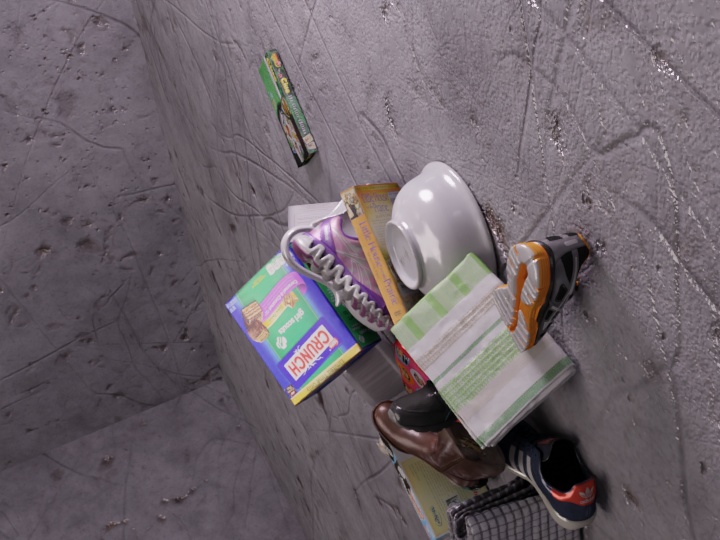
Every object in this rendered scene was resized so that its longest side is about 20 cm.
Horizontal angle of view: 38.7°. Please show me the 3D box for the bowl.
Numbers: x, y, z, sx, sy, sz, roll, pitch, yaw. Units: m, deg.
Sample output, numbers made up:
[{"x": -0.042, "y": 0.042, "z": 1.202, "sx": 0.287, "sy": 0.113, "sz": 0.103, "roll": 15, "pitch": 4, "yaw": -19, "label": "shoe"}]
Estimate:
[{"x": 0.092, "y": -0.036, "z": 1.359, "sx": 0.202, "sy": 0.090, "sz": 0.202, "roll": 57, "pitch": 159, "yaw": 36, "label": "bowl"}]

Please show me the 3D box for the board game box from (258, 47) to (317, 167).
[{"x": -0.135, "y": -0.296, "z": 1.883, "sx": 0.105, "sy": 0.023, "sz": 0.202, "roll": 150, "pitch": 98, "yaw": -76, "label": "board game box"}]

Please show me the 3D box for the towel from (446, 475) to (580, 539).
[{"x": 0.202, "y": 0.364, "z": 1.368, "sx": 0.086, "sy": 0.164, "sz": 0.202, "roll": -125, "pitch": 21, "yaw": -55, "label": "towel"}]

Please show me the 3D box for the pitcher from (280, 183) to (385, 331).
[{"x": -0.011, "y": -0.003, "z": 1.529, "sx": 0.202, "sy": 0.170, "sz": 0.121, "roll": 62, "pitch": 168, "yaw": -9, "label": "pitcher"}]

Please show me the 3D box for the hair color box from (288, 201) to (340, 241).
[{"x": -0.072, "y": -0.039, "z": 1.741, "sx": 0.201, "sy": 0.098, "sz": 0.061, "roll": -96, "pitch": 1, "yaw": -57, "label": "hair color box"}]

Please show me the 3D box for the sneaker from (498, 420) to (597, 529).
[{"x": 0.228, "y": 0.228, "z": 1.290, "sx": 0.200, "sy": 0.074, "sz": 0.085, "roll": 43, "pitch": 146, "yaw": 43, "label": "sneaker"}]

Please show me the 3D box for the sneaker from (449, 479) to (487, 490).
[{"x": 0.146, "y": 0.244, "z": 1.578, "sx": 0.202, "sy": 0.071, "sz": 0.080, "roll": 65, "pitch": 159, "yaw": -6, "label": "sneaker"}]

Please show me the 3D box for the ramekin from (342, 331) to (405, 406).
[{"x": 0.004, "y": 0.136, "z": 1.715, "sx": 0.203, "sy": 0.094, "sz": 0.202, "roll": 50, "pitch": 179, "yaw": 1, "label": "ramekin"}]

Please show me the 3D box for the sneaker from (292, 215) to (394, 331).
[{"x": 0.000, "y": 0.000, "z": 1.445, "sx": 0.200, "sy": 0.089, "sz": 0.080, "roll": 44, "pitch": 165, "yaw": 0, "label": "sneaker"}]

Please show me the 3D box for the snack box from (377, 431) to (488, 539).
[{"x": 0.123, "y": 0.321, "z": 1.650, "sx": 0.201, "sy": 0.115, "sz": 0.037, "roll": 63, "pitch": 163, "yaw": 20, "label": "snack box"}]

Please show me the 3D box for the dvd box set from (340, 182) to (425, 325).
[{"x": 0.051, "y": -0.026, "z": 1.452, "sx": 0.146, "sy": 0.029, "sz": 0.202, "roll": -14, "pitch": -100, "yaw": -63, "label": "dvd box set"}]

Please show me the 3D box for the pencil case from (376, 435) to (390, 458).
[{"x": 0.096, "y": 0.320, "z": 1.783, "sx": 0.200, "sy": 0.089, "sz": 0.079, "roll": 27, "pitch": 136, "yaw": 67, "label": "pencil case"}]

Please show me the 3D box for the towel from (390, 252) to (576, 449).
[{"x": 0.146, "y": 0.095, "z": 1.240, "sx": 0.200, "sy": 0.149, "sz": 0.031, "roll": 51, "pitch": -174, "yaw": 29, "label": "towel"}]

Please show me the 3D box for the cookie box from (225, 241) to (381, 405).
[{"x": -0.091, "y": 0.080, "z": 1.606, "sx": 0.171, "sy": 0.075, "sz": 0.201, "roll": -41, "pitch": 81, "yaw": 30, "label": "cookie box"}]

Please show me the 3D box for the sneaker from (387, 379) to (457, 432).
[{"x": 0.122, "y": 0.141, "z": 1.297, "sx": 0.075, "sy": 0.198, "sz": 0.080, "roll": 37, "pitch": 137, "yaw": 53, "label": "sneaker"}]

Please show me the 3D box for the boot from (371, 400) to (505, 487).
[{"x": 0.099, "y": 0.219, "z": 1.362, "sx": 0.185, "sy": 0.065, "sz": 0.200, "roll": 31, "pitch": 166, "yaw": 7, "label": "boot"}]

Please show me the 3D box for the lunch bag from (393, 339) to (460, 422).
[{"x": 0.135, "y": 0.176, "z": 1.448, "sx": 0.176, "sy": 0.082, "sz": 0.201, "roll": 42, "pitch": 164, "yaw": 37, "label": "lunch bag"}]

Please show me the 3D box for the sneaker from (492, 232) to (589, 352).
[{"x": 0.199, "y": 0.026, "z": 1.123, "sx": 0.079, "sy": 0.077, "sz": 0.201, "roll": 62, "pitch": 165, "yaw": 22, "label": "sneaker"}]
